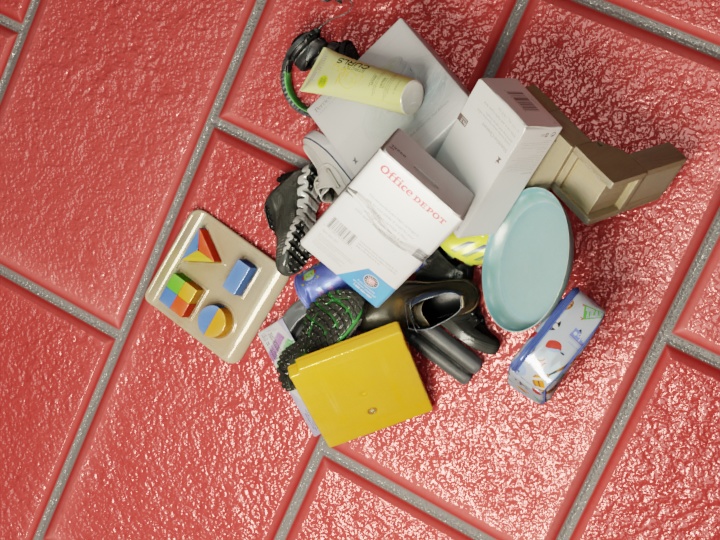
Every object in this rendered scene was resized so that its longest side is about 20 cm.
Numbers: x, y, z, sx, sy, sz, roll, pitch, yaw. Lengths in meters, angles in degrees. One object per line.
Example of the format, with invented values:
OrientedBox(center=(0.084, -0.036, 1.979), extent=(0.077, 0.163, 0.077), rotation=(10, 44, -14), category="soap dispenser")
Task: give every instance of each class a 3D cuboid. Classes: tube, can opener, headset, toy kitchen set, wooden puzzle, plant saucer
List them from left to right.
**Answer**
OrientedBox(center=(-0.241, 0.026, 1.688), extent=(0.200, 0.046, 0.186), rotation=(34, 100, 13), category="wooden puzzle")
OrientedBox(center=(-0.061, -0.335, 1.604), extent=(0.123, 0.094, 0.201), rotation=(22, 108, 15), category="headset")
OrientedBox(center=(-0.001, -0.268, 1.477), extent=(0.200, 0.058, 0.052), rotation=(24, 130, 37), category="tube")
OrientedBox(center=(0.101, 0.090, 1.584), extent=(0.200, 0.067, 0.053), rotation=(37, 120, 0), category="can opener")
OrientedBox(center=(0.233, -0.013, 1.415), extent=(0.027, 0.200, 0.201), rotation=(10, 95, -25), category="plant saucer")
OrientedBox(center=(0.310, -0.148, 1.486), extent=(0.200, 0.180, 0.164), rotation=(51, 138, 25), category="toy kitchen set")

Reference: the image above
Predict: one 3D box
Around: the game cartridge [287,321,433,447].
OrientedBox(center=(0.002, 0.172, 1.532), extent=(0.176, 0.200, 0.033), rotation=(-20, 44, 2), category="game cartridge")

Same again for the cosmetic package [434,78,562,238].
OrientedBox(center=(0.176, -0.154, 1.425), extent=(0.113, 0.081, 0.200), rotation=(53, 132, 31), category="cosmetic package")

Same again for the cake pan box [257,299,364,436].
OrientedBox(center=(-0.041, 0.131, 1.628), extent=(0.184, 0.052, 0.201), rotation=(-30, 82, 13), category="cake pan box")

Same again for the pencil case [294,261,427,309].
OrientedBox(center=(0.000, 0.000, 1.552), extent=(0.199, 0.087, 0.078), rotation=(-27, 39, 13), category="pencil case")

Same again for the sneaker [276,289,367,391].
OrientedBox(center=(-0.048, 0.100, 1.545), extent=(0.200, 0.085, 0.078), rotation=(-52, 56, 33), category="sneaker")

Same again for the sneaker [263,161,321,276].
OrientedBox(center=(-0.114, -0.077, 1.615), extent=(0.090, 0.066, 0.201), rotation=(-5, 59, 28), category="sneaker")

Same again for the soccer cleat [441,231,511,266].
OrientedBox(center=(0.215, -0.039, 1.525), extent=(0.199, 0.084, 0.065), rotation=(16, 51, 11), category="soccer cleat")

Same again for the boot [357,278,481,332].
OrientedBox(center=(0.072, 0.052, 1.501), extent=(0.199, 0.097, 0.075), rotation=(-15, 91, 14), category="boot")

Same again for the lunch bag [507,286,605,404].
OrientedBox(center=(0.277, 0.104, 1.454), extent=(0.075, 0.200, 0.160), rotation=(36, 83, 11), category="lunch bag")

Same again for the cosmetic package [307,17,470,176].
OrientedBox(center=(0.064, -0.222, 1.526), extent=(0.199, 0.123, 0.200), rotation=(-43, 59, 13), category="cosmetic package")

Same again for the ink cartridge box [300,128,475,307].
OrientedBox(center=(0.037, -0.070, 1.414), extent=(0.145, 0.084, 0.200), rotation=(40, 125, -5), category="ink cartridge box")

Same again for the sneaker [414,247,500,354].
OrientedBox(center=(0.146, 0.033, 1.563), extent=(0.199, 0.060, 0.104), rotation=(35, 104, 18), category="sneaker")

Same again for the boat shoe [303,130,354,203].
OrientedBox(center=(-0.038, -0.130, 1.572), extent=(0.066, 0.072, 0.200), rotation=(-35, 71, -11), category="boat shoe")
